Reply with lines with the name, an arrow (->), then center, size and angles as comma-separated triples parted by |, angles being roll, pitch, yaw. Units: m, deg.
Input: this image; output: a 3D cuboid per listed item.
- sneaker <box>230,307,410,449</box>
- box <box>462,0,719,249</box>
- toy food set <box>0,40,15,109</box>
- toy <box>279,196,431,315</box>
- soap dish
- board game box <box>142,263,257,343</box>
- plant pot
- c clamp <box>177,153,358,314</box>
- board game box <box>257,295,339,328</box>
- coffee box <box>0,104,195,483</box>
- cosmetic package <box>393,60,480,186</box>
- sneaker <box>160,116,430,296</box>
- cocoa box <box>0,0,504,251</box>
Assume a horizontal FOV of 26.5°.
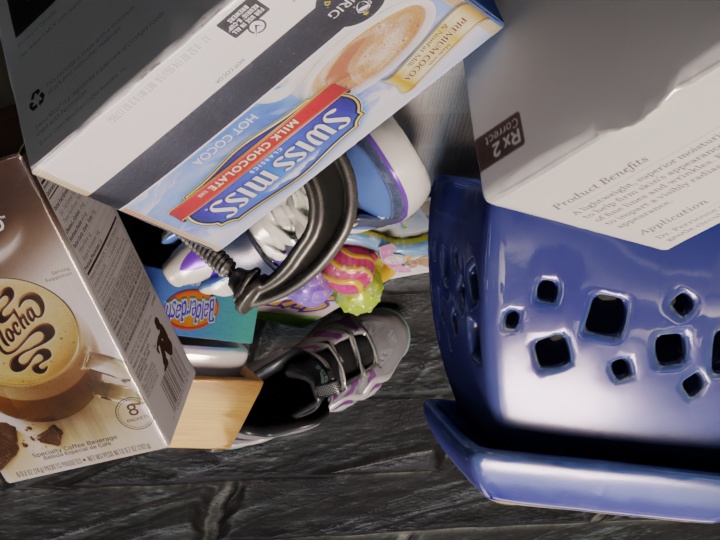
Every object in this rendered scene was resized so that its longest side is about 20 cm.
sneaker -> -0.029, 0.086, 1.221 | 0.199, 0.078, 0.140 | -29, -177, -18
box -> 0.154, -0.144, 0.713 | 0.130, 0.202, 0.198 | 12, 151, -37
toy food set -> -0.275, -0.082, 0.945 | 0.142, 0.061, 0.200 | -8, 159, -24
toy -> 0.000, 0.000, 1.115 | 0.198, 0.048, 0.115 | -14, 151, 15
soap dish -> -0.176, 0.080, 1.172 | 0.156, 0.082, 0.200 | 4, -173, -20
board game box -> -0.181, 0.014, 1.055 | 0.151, 0.045, 0.200 | 8, 178, 24
plant pot -> 0.141, 0.043, 0.917 | 0.198, 0.182, 0.200 | 6, -177, -8
c clamp -> -0.098, -0.050, 0.909 | 0.172, 0.199, 0.027 | -59, 163, 19
board game box -> -0.035, -0.002, 1.192 | 0.095, 0.030, 0.199 | 15, 151, -36
coffee box -> -0.189, 0.013, 0.878 | 0.112, 0.080, 0.201 | -14, 119, 16
cosmetic package -> 0.085, -0.118, 0.931 | 0.149, 0.052, 0.200 | -1, 155, -6
sneaker -> -0.050, -0.029, 0.943 | 0.146, 0.081, 0.200 | -37, -169, -16
cocoa box -> -0.058, -0.129, 0.735 | 0.199, 0.134, 0.131 | -36, 144, 24
